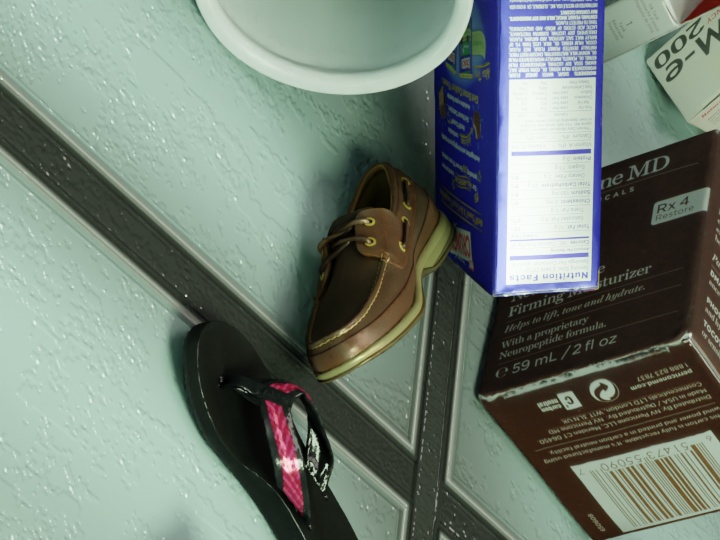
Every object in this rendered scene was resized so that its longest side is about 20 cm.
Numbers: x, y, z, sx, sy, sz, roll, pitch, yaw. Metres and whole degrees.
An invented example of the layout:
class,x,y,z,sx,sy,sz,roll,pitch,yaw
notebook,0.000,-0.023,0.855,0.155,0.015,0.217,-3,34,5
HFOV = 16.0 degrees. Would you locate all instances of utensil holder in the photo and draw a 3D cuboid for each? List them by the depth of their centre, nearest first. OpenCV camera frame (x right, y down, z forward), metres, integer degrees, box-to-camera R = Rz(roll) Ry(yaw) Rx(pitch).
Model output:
class,x,y,z,sx,sy,sz,roll,pitch,yaw
utensil holder,-0.006,-0.237,1.563,0.170,0.169,0.201,48,35,-35

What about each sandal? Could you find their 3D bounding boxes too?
class,x,y,z,sx,sy,sz,roll,pitch,yaw
sandal,-0.036,0.107,1.450,0.201,0.045,0.075,60,33,-20

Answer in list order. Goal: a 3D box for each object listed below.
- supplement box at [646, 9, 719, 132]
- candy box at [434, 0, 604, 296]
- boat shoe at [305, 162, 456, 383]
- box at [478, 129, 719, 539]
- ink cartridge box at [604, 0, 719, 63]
class,x,y,z,sx,sy,sz,roll,pitch,yaw
supplement box,0.341,-0.162,2.111,0.200,0.126,0.074,21,33,-54
candy box,0.097,-0.097,1.609,0.169,0.077,0.201,-134,-136,-74
boat shoe,0.000,0.000,1.548,0.068,0.072,0.200,56,27,-16
box,0.201,0.047,1.749,0.164,0.165,0.201,50,37,-32
ink cartridge box,0.264,-0.233,1.986,0.044,0.173,0.200,60,32,-9
